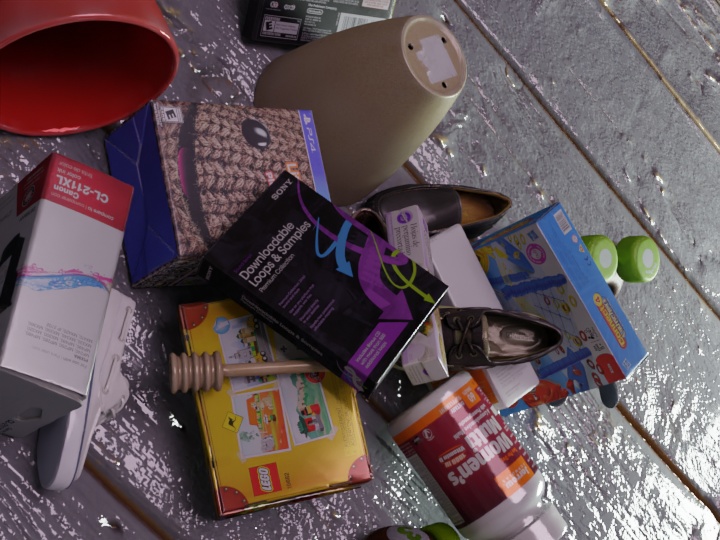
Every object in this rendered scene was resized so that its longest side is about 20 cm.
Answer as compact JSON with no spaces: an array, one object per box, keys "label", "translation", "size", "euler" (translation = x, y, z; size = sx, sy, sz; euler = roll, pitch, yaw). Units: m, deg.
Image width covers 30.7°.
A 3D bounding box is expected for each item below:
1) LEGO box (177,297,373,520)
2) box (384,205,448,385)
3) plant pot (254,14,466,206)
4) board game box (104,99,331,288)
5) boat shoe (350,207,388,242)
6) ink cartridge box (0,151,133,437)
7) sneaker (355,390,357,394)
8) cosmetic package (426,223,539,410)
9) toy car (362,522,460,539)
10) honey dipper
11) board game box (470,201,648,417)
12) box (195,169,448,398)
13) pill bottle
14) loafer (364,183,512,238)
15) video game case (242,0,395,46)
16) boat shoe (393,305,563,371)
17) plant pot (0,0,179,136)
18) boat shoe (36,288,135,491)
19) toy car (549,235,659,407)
[{"label":"LEGO box","translation":[-0.084,0.122,1.255],"size":[0.148,0.077,0.202],"euler":[-10,78,-11]},{"label":"box","translation":[0.057,0.023,1.349],"size":[0.042,0.038,0.201],"euler":[63,17,-49]},{"label":"plant pot","translation":[0.017,-0.193,1.429],"size":[0.186,0.199,0.189],"euler":[17,62,-35]},{"label":"board game box","translation":[-0.137,-0.075,1.318],"size":[0.199,0.097,0.161],"euler":[-3,75,-41]},{"label":"boat shoe","translation":[0.000,0.000,1.371],"size":[0.071,0.060,0.200],"euler":[9,27,-1]},{"label":"ink cartridge box","translation":[-0.278,0.023,1.122],"size":[0.082,0.145,0.202],"euler":[25,58,-30]},{"label":"sneaker","translation":[-0.012,0.095,1.380],"size":[0.200,0.067,0.109],"euler":[-6,78,-39]},{"label":"cosmetic package","translation":[0.105,0.062,1.469],"size":[0.071,0.101,0.201],"euler":[-28,91,-43]},{"label":"toy car","translation":[0.088,0.318,1.281],"size":[0.163,0.199,0.159],"euler":[-6,77,-42]},{"label":"honey dipper","translation":[-0.076,0.091,1.207],"size":[0.198,0.038,0.038],"euler":[-1,71,-12]},{"label":"board game box","translation":[0.192,0.049,1.485],"size":[0.056,0.195,0.201],"euler":[-36,96,-43]},{"label":"box","translation":[-0.034,0.009,1.229],"size":[0.199,0.036,0.143],"euler":[34,52,7]},{"label":"pill bottle","translation":[0.126,0.216,1.398],"size":[0.109,0.110,0.201],"euler":[-31,83,-43]},{"label":"loafer","translation":[0.091,-0.074,1.533],"size":[0.199,0.072,0.073],"euler":[-8,79,-42]},{"label":"video game case","translation":[-0.032,-0.344,1.495],"size":[0.199,0.025,0.182],"euler":[-2,115,-41]},{"label":"boat shoe","translation":[0.118,0.068,1.377],"size":[0.198,0.065,0.074],"euler":[-5,83,-19]},{"label":"plant pot","translation":[-0.284,-0.249,1.214],"size":[0.199,0.200,0.179],"euler":[-1,63,-41]},{"label":"boat shoe","translation":[-0.238,0.103,1.174],"size":[0.065,0.073,0.202],"euler":[21,61,-28]},{"label":"toy car","translation":[0.255,0.063,1.568],"size":[0.157,0.164,0.202],"euler":[-1,88,-41]}]
